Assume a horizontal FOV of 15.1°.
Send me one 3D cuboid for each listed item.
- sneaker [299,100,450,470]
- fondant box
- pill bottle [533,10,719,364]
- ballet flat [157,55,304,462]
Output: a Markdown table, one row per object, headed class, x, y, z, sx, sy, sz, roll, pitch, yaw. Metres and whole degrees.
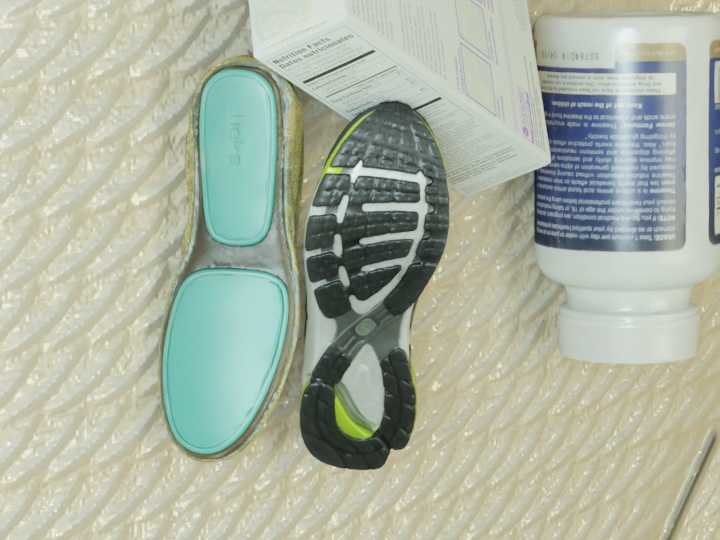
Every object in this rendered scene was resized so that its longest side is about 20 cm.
| class | x | y | z | sx | sy | sz | roll | pitch | yaw |
| --- | --- | --- | --- | --- | --- | --- | --- | --- | --- |
| sneaker | 0.000 | 0.000 | 1.386 | 0.081 | 0.074 | 0.200 | -99 | -163 | -59 |
| fondant box | 0.017 | -0.142 | 1.386 | 0.200 | 0.058 | 0.144 | 32 | 45 | -51 |
| pill bottle | 0.156 | -0.050 | 1.579 | 0.111 | 0.111 | 0.200 | -10 | 102 | -52 |
| ballet flat | -0.059 | -0.006 | 1.343 | 0.071 | 0.071 | 0.200 | 1 | 95 | -53 |
